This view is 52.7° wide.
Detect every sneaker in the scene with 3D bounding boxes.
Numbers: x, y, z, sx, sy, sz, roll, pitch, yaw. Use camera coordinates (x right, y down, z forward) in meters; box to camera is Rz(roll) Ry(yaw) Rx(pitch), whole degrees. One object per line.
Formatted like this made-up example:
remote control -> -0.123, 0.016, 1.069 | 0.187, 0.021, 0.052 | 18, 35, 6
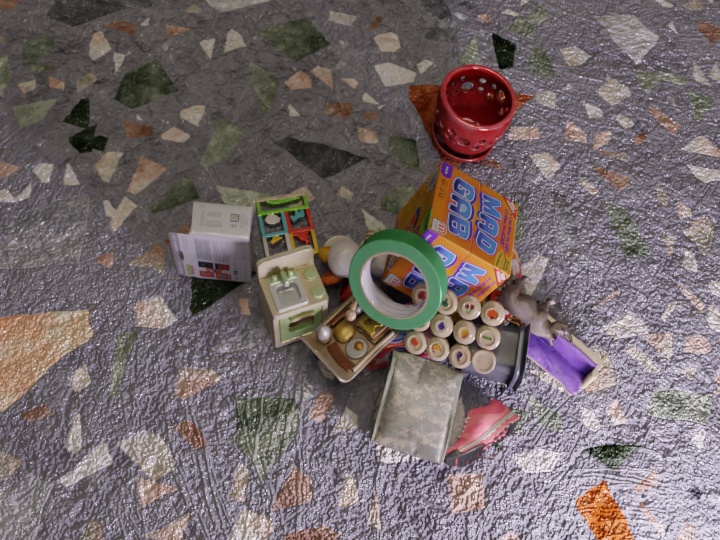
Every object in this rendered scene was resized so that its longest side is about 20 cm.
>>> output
sneaker -> 0.246, 0.348, 1.567 | 0.197, 0.075, 0.087 | -27, 55, -23

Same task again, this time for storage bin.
storage bin -> 0.289, 0.171, 1.580 | 0.131, 0.200, 0.149 | 10, 75, 8

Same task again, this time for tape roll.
tape roll -> 0.073, 0.019, 1.444 | 0.198, 0.203, 0.048 | 29, 38, 8

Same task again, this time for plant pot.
plant pot -> 0.283, -0.390, 1.868 | 0.195, 0.184, 0.205 | 3, 62, -5

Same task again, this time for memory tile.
memory tile -> 0.190, 0.119, 1.488 | 0.196, 0.017, 0.157 | 14, 104, 15

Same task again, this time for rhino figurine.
rhino figurine -> 0.391, 0.097, 1.615 | 0.199, 0.060, 0.087 | 42, 64, 9

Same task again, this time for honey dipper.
honey dipper -> 0.002, 0.010, 1.537 | 0.037, 0.038, 0.204 | 17, 71, 2

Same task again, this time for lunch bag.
lunch bag -> 0.117, 0.281, 1.526 | 0.160, 0.118, 0.204 | 17, 83, 1

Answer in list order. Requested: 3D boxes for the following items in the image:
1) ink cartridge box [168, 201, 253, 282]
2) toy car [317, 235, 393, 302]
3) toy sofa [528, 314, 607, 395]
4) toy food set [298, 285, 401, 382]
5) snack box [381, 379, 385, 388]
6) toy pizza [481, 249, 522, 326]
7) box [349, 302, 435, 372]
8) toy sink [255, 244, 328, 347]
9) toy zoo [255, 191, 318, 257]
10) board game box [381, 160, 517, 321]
ink cartridge box -> -0.326, -0.062, 1.615 | 0.171, 0.201, 0.086 | 5, 61, -6
toy car -> 0.000, 0.000, 1.667 | 0.195, 0.175, 0.154 | -1, 98, -8
toy sofa -> 0.451, 0.182, 1.658 | 0.199, 0.083, 0.097 | 41, 65, 14
toy food set -> -0.015, 0.120, 1.530 | 0.199, 0.061, 0.143 | -42, 61, -14
snack box -> 0.121, 0.193, 1.643 | 0.071, 0.024, 0.202 | 25, 63, 8
toy pizza -> 0.328, 0.030, 1.675 | 0.031, 0.201, 0.202 | 1, 51, 43
box -> 0.079, 0.144, 1.597 | 0.195, 0.100, 0.097 | -11, 57, 0
toy sink -> -0.144, 0.061, 1.572 | 0.128, 0.202, 0.113 | -17, 58, -16
toy zoo -> -0.175, -0.091, 1.751 | 0.128, 0.021, 0.204 | -10, 65, -12
board game box -> 0.189, -0.059, 1.538 | 0.197, 0.200, 0.203 | 27, 50, -13
